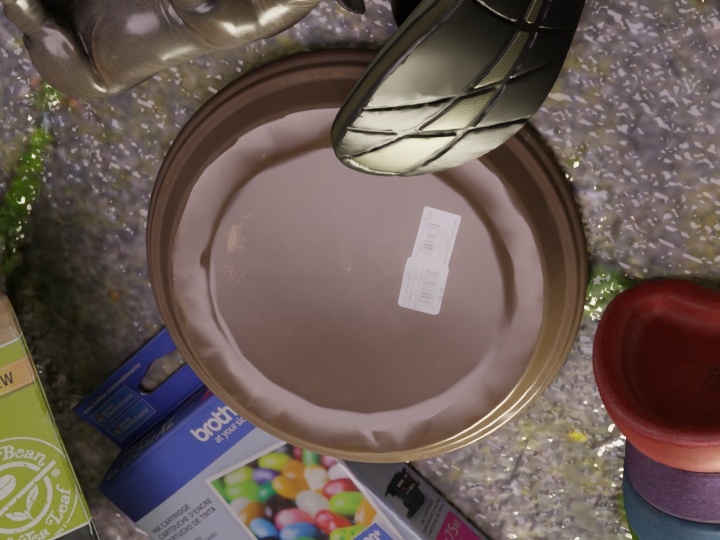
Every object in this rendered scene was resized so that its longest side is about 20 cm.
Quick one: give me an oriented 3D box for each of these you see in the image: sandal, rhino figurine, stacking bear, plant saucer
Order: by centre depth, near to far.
[{"bbox_3d":[0.053,-0.122,1.147,0.080,0.057,0.201,14,117,-35],"label":"sandal"},{"bbox_3d":[-0.069,-0.125,1.186,0.200,0.060,0.087,-14,135,28],"label":"rhino figurine"},{"bbox_3d":[0.173,0.116,1.228,0.121,0.114,0.200,0,126,22],"label":"stacking bear"},{"bbox_3d":[0.000,0.000,1.241,0.200,0.029,0.201,4,115,9],"label":"plant saucer"}]

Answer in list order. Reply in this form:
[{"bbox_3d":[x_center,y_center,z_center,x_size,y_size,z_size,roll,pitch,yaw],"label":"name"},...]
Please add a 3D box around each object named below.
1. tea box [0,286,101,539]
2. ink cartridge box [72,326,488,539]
[{"bbox_3d":[-0.239,0.105,1.306,0.200,0.134,0.197,-24,118,-11],"label":"tea box"},{"bbox_3d":[-0.038,0.112,1.348,0.200,0.042,0.119,45,126,-9],"label":"ink cartridge box"}]
